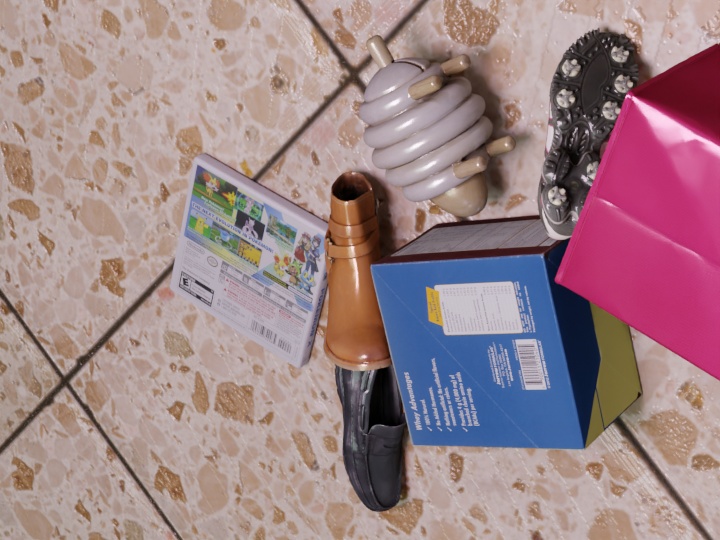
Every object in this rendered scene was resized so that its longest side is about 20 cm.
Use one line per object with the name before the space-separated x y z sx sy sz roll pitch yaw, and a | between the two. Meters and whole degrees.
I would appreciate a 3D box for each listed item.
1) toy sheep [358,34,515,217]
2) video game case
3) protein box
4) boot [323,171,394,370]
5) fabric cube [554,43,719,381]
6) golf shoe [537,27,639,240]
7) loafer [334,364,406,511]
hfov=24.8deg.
toy sheep | 0.065 -0.142 1.596 0.137 0.138 0.201 -21 100 40
video game case | -0.124 -0.011 1.859 0.199 0.022 0.183 30 124 24
protein box | 0.144 0.060 1.618 0.199 0.135 0.200 -3 107 37
boot | 0.000 0.000 1.680 0.076 0.200 0.156 0 117 0
fabric cube | 0.319 -0.047 1.406 0.199 0.196 0.201 31 125 21
golf shoe | 0.198 -0.125 1.503 0.077 0.201 0.088 17 163 -1
loafer | 0.018 0.173 1.802 0.070 0.068 0.202 5 109 44
